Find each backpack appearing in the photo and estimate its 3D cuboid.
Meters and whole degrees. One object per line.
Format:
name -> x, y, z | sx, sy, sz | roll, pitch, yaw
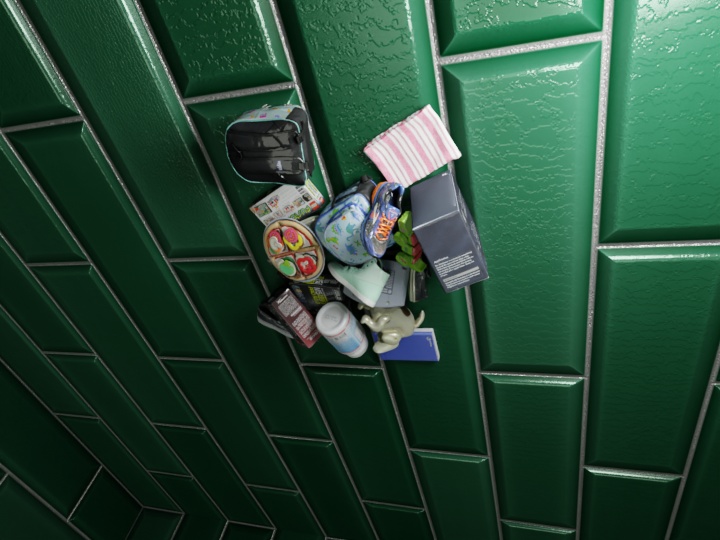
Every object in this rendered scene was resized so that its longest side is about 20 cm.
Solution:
backpack -> -0.214, -0.301, 1.246 | 0.196, 0.155, 0.178 | -2, 128, 8
backpack -> -0.018, -0.110, 1.355 | 0.198, 0.148, 0.183 | -25, 116, 38

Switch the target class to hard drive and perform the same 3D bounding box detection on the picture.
hard drive -> 0.148, 0.241, 1.693 | 0.196, 0.026, 0.133 | -2, 129, 21

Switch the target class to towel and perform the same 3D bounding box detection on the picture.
towel -> 0.121, -0.281, 1.236 | 0.198, 0.030, 0.147 | -25, 119, 34

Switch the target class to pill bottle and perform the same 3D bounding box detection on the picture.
pill bottle -> -0.050, 0.187, 1.588 | 0.107, 0.110, 0.201 | -5, 146, 23

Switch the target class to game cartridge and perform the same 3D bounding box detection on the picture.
game cartridge -> 0.043, 0.032, 1.452 | 0.197, 0.136, 0.041 | 11, 180, 35

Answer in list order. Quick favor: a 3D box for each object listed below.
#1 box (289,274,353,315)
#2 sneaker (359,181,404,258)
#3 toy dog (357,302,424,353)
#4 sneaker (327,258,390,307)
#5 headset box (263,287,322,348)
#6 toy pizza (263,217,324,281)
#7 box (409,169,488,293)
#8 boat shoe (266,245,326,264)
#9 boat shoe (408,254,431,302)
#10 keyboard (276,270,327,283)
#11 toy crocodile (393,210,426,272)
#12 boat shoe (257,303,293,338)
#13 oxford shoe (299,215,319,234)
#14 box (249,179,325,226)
box -> -0.115, 0.079, 1.588 | 0.157, 0.045, 0.201 | 6, 149, 14
sneaker -> 0.055, -0.126, 1.238 | 0.074, 0.204, 0.078 | 20, 162, -29
toy dog -> 0.085, 0.120, 1.533 | 0.190, 0.141, 0.202 | -8, 127, 13
sneaker -> 0.000, 0.000, 1.427 | 0.200, 0.119, 0.073 | 38, -174, 37
headset box -> -0.203, 0.153, 1.631 | 0.201, 0.077, 0.148 | 50, 164, -12
toy pizza -> -0.189, -0.051, 1.436 | 0.197, 0.032, 0.203 | 15, 128, 20
box -> 0.208, -0.095, 1.242 | 0.116, 0.198, 0.202 | -21, 122, 18
boat shoe -> -0.186, -0.042, 1.525 | 0.197, 0.076, 0.072 | -10, 130, 29
boat shoe -> 0.164, -0.003, 1.436 | 0.061, 0.075, 0.203 | -2, 121, 1
keyboard -> -0.160, 0.016, 1.580 | 0.196, 0.021, 0.127 | 4, 158, 14
toy crocodile -> 0.126, -0.067, 1.293 | 0.061, 0.068, 0.202 | 29, 152, 29
boat shoe -> -0.252, 0.163, 1.735 | 0.197, 0.072, 0.068 | 22, 136, 9
oxford shoe -> -0.187, -0.094, 1.473 | 0.197, 0.075, 0.059 | -21, 91, 29
box -> -0.202, -0.182, 1.431 | 0.198, 0.035, 0.110 | -25, 119, 34
